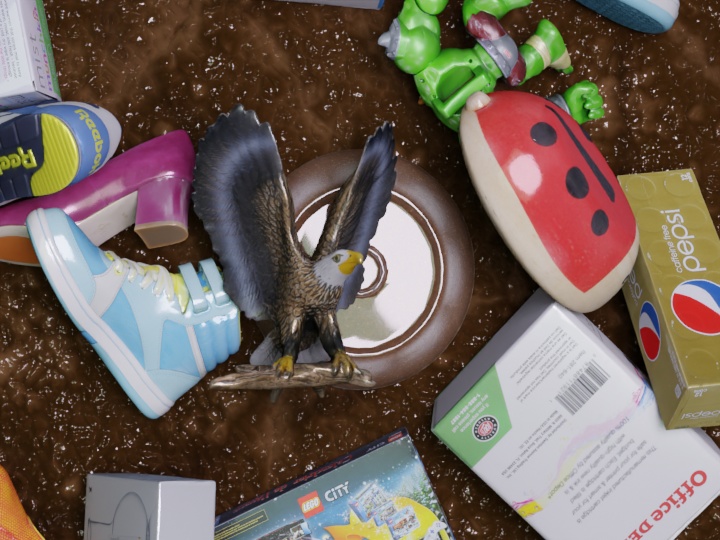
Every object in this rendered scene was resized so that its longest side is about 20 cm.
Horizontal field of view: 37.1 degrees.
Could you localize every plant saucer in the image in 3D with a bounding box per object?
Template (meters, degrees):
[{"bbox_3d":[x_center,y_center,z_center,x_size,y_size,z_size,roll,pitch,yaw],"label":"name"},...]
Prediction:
[{"bbox_3d":[0.000,0.000,0.897,0.196,0.037,0.205,0,92,-2],"label":"plant saucer"}]

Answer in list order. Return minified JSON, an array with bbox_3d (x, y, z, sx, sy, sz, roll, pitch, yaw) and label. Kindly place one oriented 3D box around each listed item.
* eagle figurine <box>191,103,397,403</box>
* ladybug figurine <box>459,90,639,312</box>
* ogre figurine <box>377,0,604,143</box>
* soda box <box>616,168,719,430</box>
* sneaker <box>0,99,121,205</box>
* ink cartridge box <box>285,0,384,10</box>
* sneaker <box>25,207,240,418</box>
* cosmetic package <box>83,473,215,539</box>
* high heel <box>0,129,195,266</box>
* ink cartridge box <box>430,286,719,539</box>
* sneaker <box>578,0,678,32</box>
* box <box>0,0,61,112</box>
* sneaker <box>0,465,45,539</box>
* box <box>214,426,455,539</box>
[{"bbox_3d":[-0.040,-0.009,0.814,0.148,0.151,0.204,-12,73,23],"label":"eagle figurine"},{"bbox_3d":[0.147,-0.058,0.805,0.071,0.137,0.200,-26,121,31],"label":"ladybug figurine"},{"bbox_3d":[0.096,-0.171,0.860,0.120,0.098,0.200,-42,126,-1],"label":"ogre figurine"},{"bbox_3d":[0.249,0.018,0.839,0.066,0.065,0.203,-5,53,-5],"label":"soda box"},{"bbox_3d":[-0.272,-0.092,0.848,0.197,0.082,0.075,0,113,31],"label":"sneaker"},{"bbox_3d":[-0.032,-0.323,0.839,0.123,0.129,0.204,3,91,-2],"label":"ink cartridge box"},{"bbox_3d":[-0.166,0.008,0.851,0.129,0.080,0.202,-32,123,-6],"label":"sneaker"},{"bbox_3d":[-0.168,0.261,0.824,0.051,0.150,0.204,6,80,-32],"label":"cosmetic package"},{"bbox_3d":[-0.231,-0.063,0.882,0.196,0.068,0.098,-9,60,11],"label":"high heel"},{"bbox_3d":[0.176,0.135,0.872,0.200,0.084,0.145,43,102,-3],"label":"ink cartridge box"},{"bbox_3d":[0.190,-0.295,0.869,0.198,0.080,0.132,27,92,-13],"label":"sneaker"},{"bbox_3d":[-0.345,-0.219,0.844,0.173,0.097,0.204,-11,92,-3],"label":"box"},{"bbox_3d":[-0.269,0.249,0.886,0.076,0.073,0.204,-20,98,-22],"label":"sneaker"},{"bbox_3d":[-0.022,0.238,0.901,0.197,0.038,0.139,-24,93,-2],"label":"box"}]
